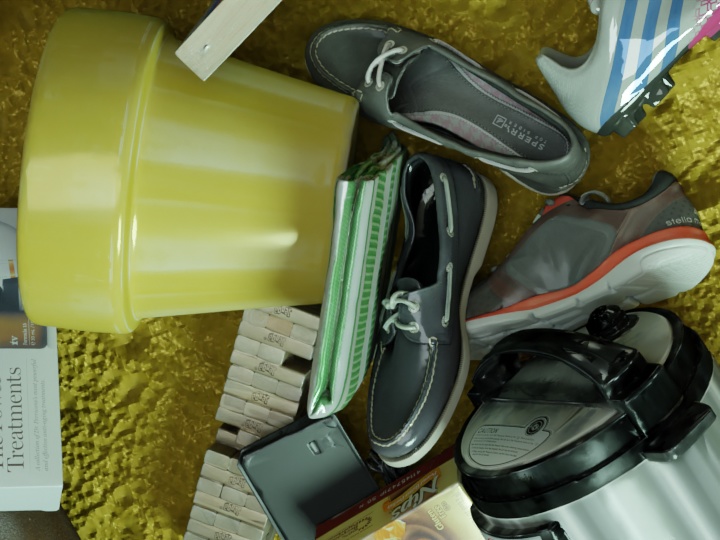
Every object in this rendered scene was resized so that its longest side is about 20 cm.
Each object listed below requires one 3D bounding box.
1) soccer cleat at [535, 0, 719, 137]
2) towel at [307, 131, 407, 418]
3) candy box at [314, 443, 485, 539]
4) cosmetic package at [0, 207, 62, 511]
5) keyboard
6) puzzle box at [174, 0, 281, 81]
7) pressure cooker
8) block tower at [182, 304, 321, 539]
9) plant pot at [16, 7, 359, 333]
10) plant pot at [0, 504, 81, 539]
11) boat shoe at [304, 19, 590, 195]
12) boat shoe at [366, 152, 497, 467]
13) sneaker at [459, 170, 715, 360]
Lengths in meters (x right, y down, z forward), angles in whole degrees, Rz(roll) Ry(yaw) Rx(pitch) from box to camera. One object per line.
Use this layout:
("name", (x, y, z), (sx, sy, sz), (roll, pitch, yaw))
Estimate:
("soccer cleat", (0.190, -0.172, 1.188), (0.086, 0.070, 0.200), (44, 106, 1))
("towel", (0.000, 0.000, 1.193), (0.023, 0.200, 0.153), (8, 101, 6))
("candy box", (0.071, 0.224, 1.268), (0.115, 0.055, 0.200), (-31, 110, 16))
("cosmetic package", (-0.272, 0.056, 1.260), (0.150, 0.052, 0.201), (-1, 64, -13))
("keyboard", (0.006, 0.174, 1.300), (0.104, 0.040, 0.201), (-24, 113, 10))
("puzzle box", (-0.046, -0.189, 1.169), (0.025, 0.200, 0.133), (43, 105, -10))
("pressure cooker", (0.154, 0.118, 1.182), (0.175, 0.179, 0.200), (-27, 108, 22))
("block tower", (-0.069, 0.111, 1.305), (0.058, 0.054, 0.201), (19, 104, 9))
("plant pot", (-0.101, -0.054, 1.214), (0.188, 0.201, 0.202), (8, 102, 1))
("plant pot", (-0.279, 0.174, 1.312), (0.186, 0.187, 0.201), (-21, 81, 15))
("boat shoe", (0.054, -0.111, 1.224), (0.199, 0.057, 0.067), (27, 83, 10))
("boat shoe", (0.031, 0.021, 1.217), (0.072, 0.063, 0.201), (-2, 66, 43))
("sneaker", (0.128, -0.004, 1.245), (0.199, 0.077, 0.082), (-22, 64, 21))
